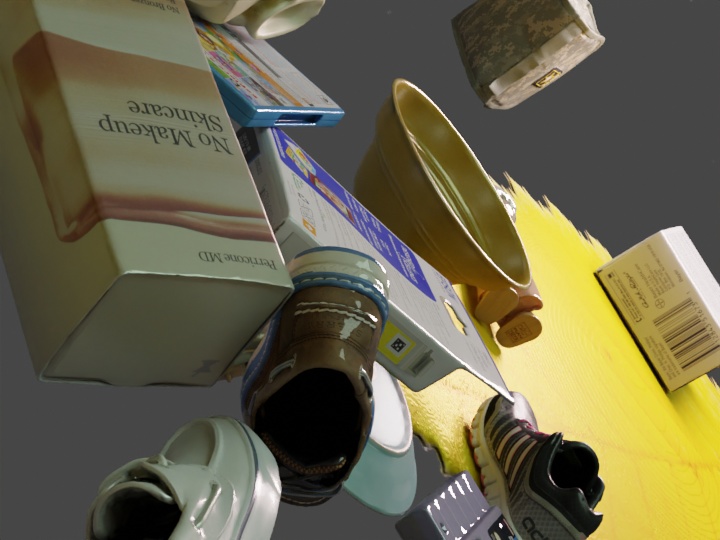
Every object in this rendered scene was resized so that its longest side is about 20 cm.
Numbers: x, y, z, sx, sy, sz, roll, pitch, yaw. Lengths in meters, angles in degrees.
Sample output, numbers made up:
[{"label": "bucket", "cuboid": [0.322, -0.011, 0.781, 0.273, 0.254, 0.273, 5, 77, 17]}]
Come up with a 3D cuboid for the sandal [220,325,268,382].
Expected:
[{"label": "sandal", "cuboid": [-0.081, 0.032, 0.926, 0.200, 0.054, 0.080, -3, 55, -55]}]

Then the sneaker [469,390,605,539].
[{"label": "sneaker", "cuboid": [0.137, 0.148, 1.265, 0.074, 0.087, 0.200, 50, 18, -22]}]

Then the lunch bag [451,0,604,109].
[{"label": "lunch bag", "cuboid": [0.212, -0.290, 2.145, 0.118, 0.164, 0.200, 49, 19, -22]}]

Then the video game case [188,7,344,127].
[{"label": "video game case", "cuboid": [-0.095, -0.152, 1.197, 0.143, 0.018, 0.200, 42, 14, 9]}]

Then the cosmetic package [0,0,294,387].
[{"label": "cosmetic package", "cuboid": [-0.121, -0.049, 0.832, 0.103, 0.087, 0.200, 5, 51, -40]}]

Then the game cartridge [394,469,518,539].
[{"label": "game cartridge", "cuboid": [0.100, 0.230, 1.109, 0.200, 0.038, 0.130, 59, 20, 4]}]

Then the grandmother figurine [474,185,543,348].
[{"label": "grandmother figurine", "cuboid": [0.132, -0.011, 1.601, 0.121, 0.060, 0.200, 57, 17, -33]}]

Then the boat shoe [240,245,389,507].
[{"label": "boat shoe", "cuboid": [-0.029, 0.073, 0.859, 0.200, 0.072, 0.073, 97, 2, -53]}]

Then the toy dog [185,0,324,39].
[{"label": "toy dog", "cuboid": [-0.117, -0.269, 1.219, 0.194, 0.140, 0.200, -30, 75, -35]}]

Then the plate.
[{"label": "plate", "cuboid": [-0.014, 0.064, 1.094, 0.200, 0.026, 0.200, 50, 18, -23]}]

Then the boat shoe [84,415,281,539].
[{"label": "boat shoe", "cuboid": [-0.082, 0.111, 0.726, 0.065, 0.073, 0.200, 56, 15, -22]}]

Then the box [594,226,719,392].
[{"label": "box", "cuboid": [0.406, 0.047, 2.199, 0.184, 0.105, 0.200, 59, 17, 7]}]

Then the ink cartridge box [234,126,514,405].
[{"label": "ink cartridge box", "cuboid": [0.000, 0.000, 1.131, 0.200, 0.047, 0.198, 43, 10, -23]}]

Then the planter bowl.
[{"label": "planter bowl", "cuboid": [0.052, -0.050, 1.388, 0.201, 0.083, 0.201, 51, 17, -22]}]
